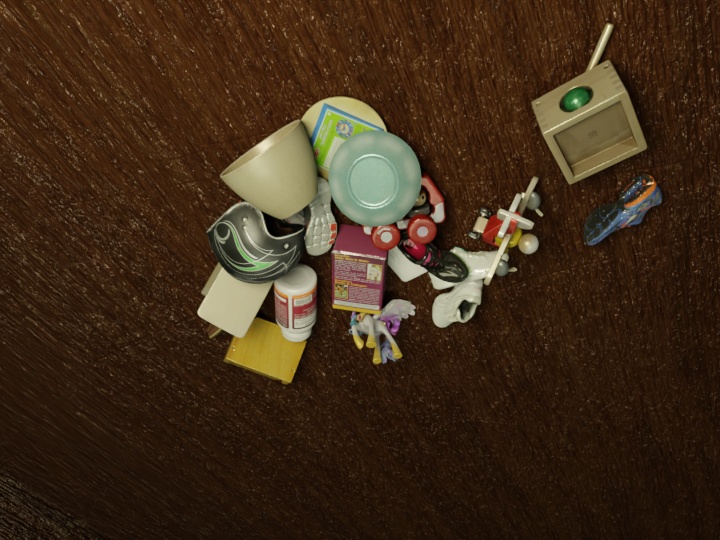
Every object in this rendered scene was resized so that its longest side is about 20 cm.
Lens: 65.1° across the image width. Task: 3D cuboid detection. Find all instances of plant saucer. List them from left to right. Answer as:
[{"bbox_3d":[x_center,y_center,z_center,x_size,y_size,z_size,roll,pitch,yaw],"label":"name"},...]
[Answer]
[{"bbox_3d":[0.027,-0.187,1.172,0.198,0.039,0.204,2,107,7],"label":"plant saucer"}]

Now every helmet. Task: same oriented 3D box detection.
[{"bbox_3d":[-0.229,-0.065,1.274,0.199,0.200,0.191,-34,102,30],"label":"helmet"}]

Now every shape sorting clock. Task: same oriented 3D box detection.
[{"bbox_3d":[-0.037,-0.275,1.204,0.197,0.040,0.202,2,133,2],"label":"shape sorting clock"}]

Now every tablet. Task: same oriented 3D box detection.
[{"bbox_3d":[0.104,-0.060,1.395,0.129,0.014,0.200,-28,123,26],"label":"tablet"}]

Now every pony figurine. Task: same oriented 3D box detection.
[{"bbox_3d":[0.045,0.145,1.485,0.192,0.202,0.166,27,123,-37],"label":"pony figurine"}]

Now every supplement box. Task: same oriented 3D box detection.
[{"bbox_3d":[0.000,0.000,1.387,0.129,0.104,0.202,9,136,5],"label":"supplement box"}]

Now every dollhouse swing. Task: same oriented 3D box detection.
[{"bbox_3d":[-0.288,0.233,1.676,0.198,0.176,0.184,22,88,-13],"label":"dollhouse swing"}]

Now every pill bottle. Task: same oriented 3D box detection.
[{"bbox_3d":[-0.170,0.089,1.485,0.111,0.114,0.202,6,131,1],"label":"pill bottle"}]

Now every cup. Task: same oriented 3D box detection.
[{"bbox_3d":[-0.166,-0.194,1.165,0.199,0.201,0.144,-25,113,25],"label":"cup"}]

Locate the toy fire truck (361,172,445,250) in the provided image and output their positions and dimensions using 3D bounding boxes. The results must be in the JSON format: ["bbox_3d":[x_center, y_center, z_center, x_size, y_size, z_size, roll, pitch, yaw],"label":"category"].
[{"bbox_3d":[0.087,-0.150,1.252,0.197,0.113,0.170,-10,120,3],"label":"toy fire truck"}]

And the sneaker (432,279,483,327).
[{"bbox_3d":[0.245,0.100,1.455,0.077,0.100,0.201,18,137,-14],"label":"sneaker"}]

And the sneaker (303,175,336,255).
[{"bbox_3d":[-0.099,-0.134,1.309,0.076,0.082,0.202,-6,123,-17],"label":"sneaker"}]

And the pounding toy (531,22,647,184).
[{"bbox_3d":[0.438,-0.313,1.079,0.183,0.144,0.200,-25,135,25],"label":"pounding toy"}]

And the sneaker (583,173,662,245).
[{"bbox_3d":[0.585,-0.119,1.256,0.078,0.076,0.200,28,130,-22],"label":"sneaker"}]

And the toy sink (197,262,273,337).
[{"bbox_3d":[-0.311,0.049,1.398,0.130,0.202,0.112,31,166,-21],"label":"toy sink"}]

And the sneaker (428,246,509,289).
[{"bbox_3d":[0.259,-0.023,1.376,0.198,0.075,0.089,-19,107,13],"label":"sneaker"}]

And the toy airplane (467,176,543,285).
[{"bbox_3d":[0.332,-0.086,1.225,0.140,0.200,0.201,29,127,-6],"label":"toy airplane"}]

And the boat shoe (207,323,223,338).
[{"bbox_3d":[-0.381,0.125,1.577,0.068,0.072,0.200,53,132,5],"label":"boat shoe"}]

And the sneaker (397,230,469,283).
[{"bbox_3d":[0.163,-0.025,1.327,0.198,0.084,0.077,28,113,-1],"label":"sneaker"}]

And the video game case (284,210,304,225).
[{"bbox_3d":[-0.222,-0.112,1.380,0.143,0.018,0.199,38,124,-25],"label":"video game case"}]
